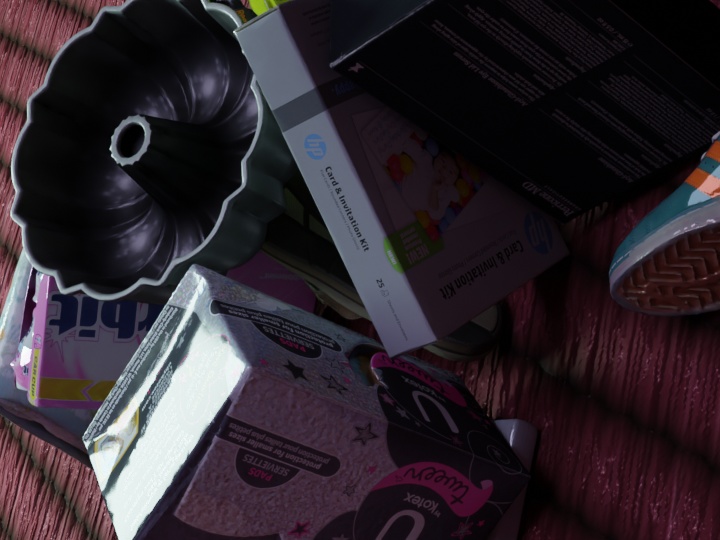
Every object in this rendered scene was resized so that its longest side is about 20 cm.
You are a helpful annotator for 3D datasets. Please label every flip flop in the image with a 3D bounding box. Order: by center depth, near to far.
[{"bbox_3d":[0.000,0.000,1.082,0.081,0.200,0.058,-47,-17,-35],"label":"flip flop"}]

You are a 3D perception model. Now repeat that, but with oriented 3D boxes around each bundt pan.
[{"bbox_3d":[-0.118,-0.069,1.061,0.201,0.076,0.203,-12,69,32],"label":"bundt pan"}]

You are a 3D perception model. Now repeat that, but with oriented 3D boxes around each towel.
[{"bbox_3d":[-0.211,0.051,1.323,0.048,0.200,0.172,2,67,23],"label":"towel"}]

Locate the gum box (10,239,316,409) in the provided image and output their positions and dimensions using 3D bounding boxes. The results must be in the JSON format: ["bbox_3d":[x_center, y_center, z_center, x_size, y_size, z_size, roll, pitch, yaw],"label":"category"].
[{"bbox_3d":[-0.135,0.034,1.171,0.066,0.199,0.114,-156,72,-66],"label":"gum box"}]

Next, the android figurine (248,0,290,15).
[{"bbox_3d":[-0.057,-0.184,1.072,0.041,0.182,0.200,-27,21,-2],"label":"android figurine"}]

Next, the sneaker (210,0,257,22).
[{"bbox_3d":[-0.080,-0.134,1.189,0.200,0.080,0.087,44,142,51],"label":"sneaker"}]

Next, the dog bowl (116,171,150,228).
[{"bbox_3d":[-0.078,-0.042,1.170,0.111,0.199,0.050,-99,15,-82],"label":"dog bowl"}]

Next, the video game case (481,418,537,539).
[{"bbox_3d":[0.022,0.190,1.034,0.182,0.022,0.201,-11,61,53],"label":"video game case"}]

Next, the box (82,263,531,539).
[{"bbox_3d":[-0.029,0.105,0.957,0.132,0.200,0.115,-56,34,15],"label":"box"}]

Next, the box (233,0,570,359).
[{"bbox_3d":[0.028,-0.069,0.980,0.041,0.156,0.201,-22,95,40],"label":"box"}]

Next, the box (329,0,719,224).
[{"bbox_3d":[0.101,-0.123,0.942,0.141,0.200,0.079,-30,46,33],"label":"box"}]

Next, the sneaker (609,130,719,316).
[{"bbox_3d":[0.208,-0.049,0.879,0.200,0.071,0.080,-35,38,32],"label":"sneaker"}]
